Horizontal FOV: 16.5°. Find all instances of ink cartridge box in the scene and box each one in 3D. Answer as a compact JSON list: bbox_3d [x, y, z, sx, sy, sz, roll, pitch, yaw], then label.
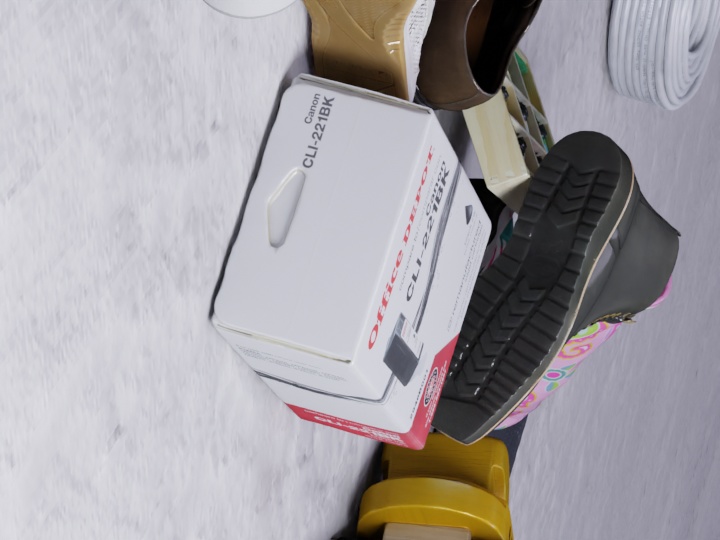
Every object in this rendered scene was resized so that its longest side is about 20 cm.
[{"bbox_3d":[0.000,0.000,1.355,0.200,0.083,0.145,53,54,-69],"label":"ink cartridge box"}]

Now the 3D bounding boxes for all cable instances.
[{"bbox_3d":[0.262,-0.237,2.082,0.200,0.069,0.202,35,70,-72],"label":"cable"}]

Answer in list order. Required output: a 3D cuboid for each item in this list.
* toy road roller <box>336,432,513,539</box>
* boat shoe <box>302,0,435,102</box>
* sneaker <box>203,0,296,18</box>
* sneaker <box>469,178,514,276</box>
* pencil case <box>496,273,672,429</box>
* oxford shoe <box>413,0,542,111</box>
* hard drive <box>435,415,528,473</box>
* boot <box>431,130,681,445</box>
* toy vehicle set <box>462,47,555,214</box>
[{"bbox_3d":[0.055,0.197,1.644,0.201,0.122,0.147,78,18,-54],"label":"toy road roller"},{"bbox_3d":[0.007,-0.160,1.288,0.200,0.070,0.070,93,16,-59],"label":"boat shoe"},{"bbox_3d":[-0.018,-0.232,1.123,0.147,0.076,0.203,88,23,-50],"label":"sneaker"},{"bbox_3d":[0.052,0.025,1.567,0.200,0.083,0.122,-44,135,-64],"label":"sneaker"},{"bbox_3d":[0.126,0.031,1.668,0.200,0.087,0.088,-47,-167,50],"label":"pencil case"},{"bbox_3d":[0.082,-0.188,1.457,0.072,0.084,0.202,17,82,-45],"label":"oxford shoe"},{"bbox_3d":[0.095,0.100,1.831,0.135,0.042,0.201,56,50,-69],"label":"hard drive"},{"bbox_3d":[0.128,0.031,1.517,0.201,0.077,0.138,-56,146,-3],"label":"boot"},{"bbox_3d":[0.094,-0.097,1.589,0.200,0.026,0.125,28,44,-74],"label":"toy vehicle set"}]
